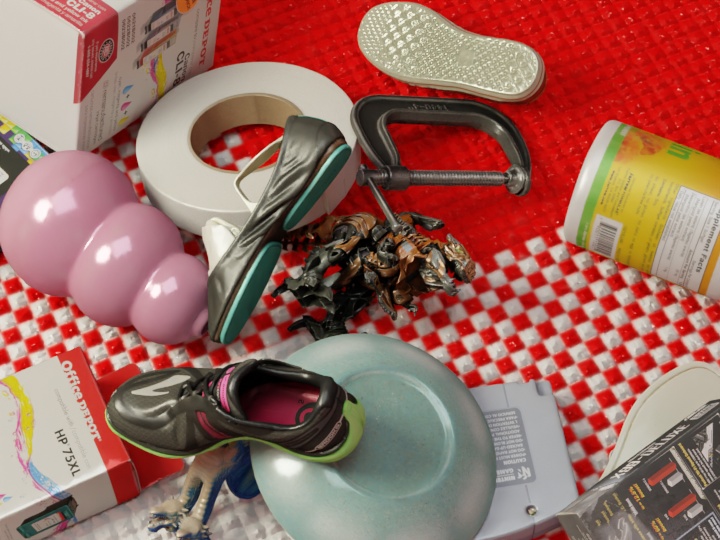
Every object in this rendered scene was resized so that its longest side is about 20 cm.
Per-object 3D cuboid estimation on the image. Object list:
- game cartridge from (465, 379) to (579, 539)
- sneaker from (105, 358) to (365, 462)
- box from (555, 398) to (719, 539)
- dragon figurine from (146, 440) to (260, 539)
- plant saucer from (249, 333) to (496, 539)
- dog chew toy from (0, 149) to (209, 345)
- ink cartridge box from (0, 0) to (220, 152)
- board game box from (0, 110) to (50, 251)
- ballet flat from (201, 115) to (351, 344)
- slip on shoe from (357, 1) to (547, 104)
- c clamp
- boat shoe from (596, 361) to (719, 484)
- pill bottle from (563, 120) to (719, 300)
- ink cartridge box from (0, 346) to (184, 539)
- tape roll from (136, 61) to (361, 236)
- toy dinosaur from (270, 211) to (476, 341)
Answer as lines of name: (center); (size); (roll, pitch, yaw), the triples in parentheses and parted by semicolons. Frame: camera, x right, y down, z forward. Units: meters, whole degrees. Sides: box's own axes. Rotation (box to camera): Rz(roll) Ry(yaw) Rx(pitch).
game cartridge: (0.068, 0.163, 1.259); (0.198, 0.041, 0.134); (-8, 55, -4)
sneaker: (-0.095, 0.092, 1.159); (0.198, 0.084, 0.077); (-1, 56, 15)
box: (0.263, 0.220, 1.167); (0.157, 0.050, 0.201); (-33, 89, -17)
dragon figurine: (-0.096, 0.140, 1.259); (0.059, 0.100, 0.200); (29, 44, 21)
plant saucer: (0.016, 0.131, 1.207); (0.199, 0.039, 0.203); (7, 60, -13)
dog chew toy: (-0.204, -0.012, 1.323); (0.199, 0.125, 0.125); (34, 65, 11)
ink cartridge box: (-0.236, -0.227, 1.406); (0.144, 0.146, 0.200); (31, 47, 17)
board game box: (-0.383, -0.089, 1.406); (0.165, 0.057, 0.200); (-40, 66, -19)
ballet flat: (-0.083, -0.039, 1.290); (0.068, 0.068, 0.201); (33, 91, 13)
slip on shoe: (0.084, -0.196, 1.465); (0.198, 0.061, 0.075); (20, 87, 26)
c clamp: (0.073, -0.095, 1.379); (0.198, 0.027, 0.172); (-6, 47, -31)
boat shoe: (0.229, 0.161, 1.242); (0.074, 0.062, 0.201); (26, 65, 13)
pill bottle: (0.282, -0.042, 1.334); (0.198, 0.111, 0.112); (22, 61, 14)
ink cartridge box: (-0.252, 0.142, 1.257); (0.198, 0.067, 0.117); (-24, 61, -14)
tape roll: (-0.098, -0.108, 1.398); (0.200, 0.037, 0.204); (-3, 45, 3)
toy dinosaur: (0.000, 0.000, 1.331); (0.199, 0.102, 0.136); (-4, 43, 52)
